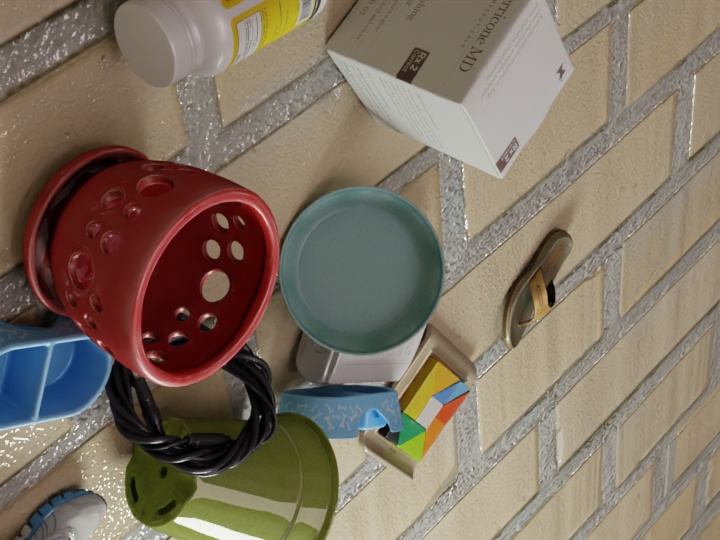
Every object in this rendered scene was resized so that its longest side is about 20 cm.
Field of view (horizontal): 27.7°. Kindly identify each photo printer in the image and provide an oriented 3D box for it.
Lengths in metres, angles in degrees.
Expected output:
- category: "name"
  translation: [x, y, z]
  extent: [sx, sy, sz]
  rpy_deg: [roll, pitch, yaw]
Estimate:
- category: "photo printer"
  translation: [0.015, 0.062, 1.857]
  extent: [0.200, 0.069, 0.167]
  rpy_deg: [3, 108, -55]

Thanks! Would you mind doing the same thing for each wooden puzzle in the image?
- category: "wooden puzzle"
  translation: [0.090, 0.195, 2.085]
  extent: [0.201, 0.037, 0.185]
  rpy_deg: [-59, 147, -7]

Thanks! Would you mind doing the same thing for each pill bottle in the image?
- category: "pill bottle"
  translation: [-0.133, -0.255, 1.392]
  extent: [0.200, 0.112, 0.113]
  rpy_deg: [-37, 139, -34]

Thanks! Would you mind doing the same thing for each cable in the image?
- category: "cable"
  translation: [-0.173, 0.138, 1.558]
  extent: [0.200, 0.051, 0.164]
  rpy_deg: [34, 52, -23]

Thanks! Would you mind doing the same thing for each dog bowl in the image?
- category: "dog bowl"
  translation: [-0.026, 0.176, 1.836]
  extent: [0.200, 0.111, 0.050]
  rpy_deg: [-1, 94, -54]
- category: "dog bowl"
  translation: [-0.325, 0.100, 1.429]
  extent: [0.200, 0.049, 0.112]
  rpy_deg: [-6, 117, -52]

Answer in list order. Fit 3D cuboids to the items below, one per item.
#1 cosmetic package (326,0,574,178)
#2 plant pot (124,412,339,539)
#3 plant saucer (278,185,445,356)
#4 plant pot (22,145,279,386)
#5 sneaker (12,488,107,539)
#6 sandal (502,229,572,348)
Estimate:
- category: "cosmetic package"
  translation: [0.104, -0.240, 1.652]
  extent: [0.165, 0.199, 0.165]
  rpy_deg: [-56, 147, -11]
- category: "plant pot"
  translation: [-0.159, 0.242, 1.659]
  extent: [0.190, 0.200, 0.201]
  rpy_deg: [22, 94, -45]
- category: "plant saucer"
  translation: [0.000, 0.000, 1.733]
  extent: [0.201, 0.199, 0.036]
  rpy_deg: [-61, -171, -3]
- category: "plant pot"
  translation: [-0.204, -0.015, 1.395]
  extent: [0.200, 0.182, 0.201]
  rpy_deg: [-32, 136, -38]
- category: "sneaker"
  translation: [-0.333, 0.312, 1.533]
  extent: [0.200, 0.086, 0.075]
  rpy_deg: [-39, 139, -34]
- category: "sandal"
  translation: [0.274, 0.030, 2.210]
  extent: [0.200, 0.054, 0.080]
  rpy_deg: [-57, 147, -9]
